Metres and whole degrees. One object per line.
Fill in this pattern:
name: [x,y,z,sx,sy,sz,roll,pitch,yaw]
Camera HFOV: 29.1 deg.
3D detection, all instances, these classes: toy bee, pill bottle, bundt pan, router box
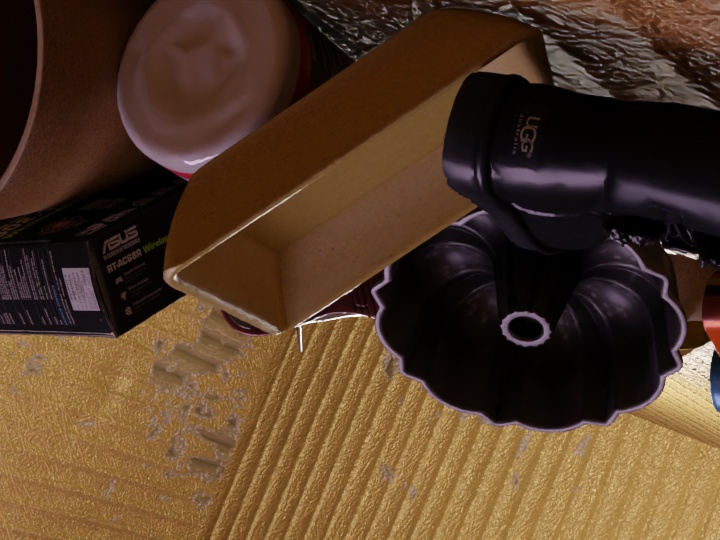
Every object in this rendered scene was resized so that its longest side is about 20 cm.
toy bee: [0.271,0.054,0.941,0.129,0.109,0.201,12,143,14]
pill bottle: [-0.042,-0.082,0.806,0.110,0.112,0.200,21,175,30]
bundt pan: [0.110,0.011,0.890,0.199,0.076,0.203,8,136,8]
router box: [-0.149,-0.025,0.884,0.148,0.063,0.200,-2,-159,37]

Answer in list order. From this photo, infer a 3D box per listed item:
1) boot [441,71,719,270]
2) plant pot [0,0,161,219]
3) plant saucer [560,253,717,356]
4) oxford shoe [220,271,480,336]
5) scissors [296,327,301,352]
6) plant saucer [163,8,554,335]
boot: [0.144,-0.032,0.622,0.166,0.077,0.200,16,180,25]
plant pot: [-0.180,-0.119,0.829,0.185,0.189,0.199,21,-167,31]
plant saucer: [0.176,0.039,1.019,0.197,0.036,0.201,0,159,0]
oxford shoe: [0.000,0.000,0.998,0.197,0.071,0.075,-7,-176,10]
scissors: [-0.067,-0.012,1.400,0.014,0.203,0.073,-4,168,-8]
plant saucer: [0.004,-0.051,0.698,0.049,0.199,0.200,58,-175,16]
